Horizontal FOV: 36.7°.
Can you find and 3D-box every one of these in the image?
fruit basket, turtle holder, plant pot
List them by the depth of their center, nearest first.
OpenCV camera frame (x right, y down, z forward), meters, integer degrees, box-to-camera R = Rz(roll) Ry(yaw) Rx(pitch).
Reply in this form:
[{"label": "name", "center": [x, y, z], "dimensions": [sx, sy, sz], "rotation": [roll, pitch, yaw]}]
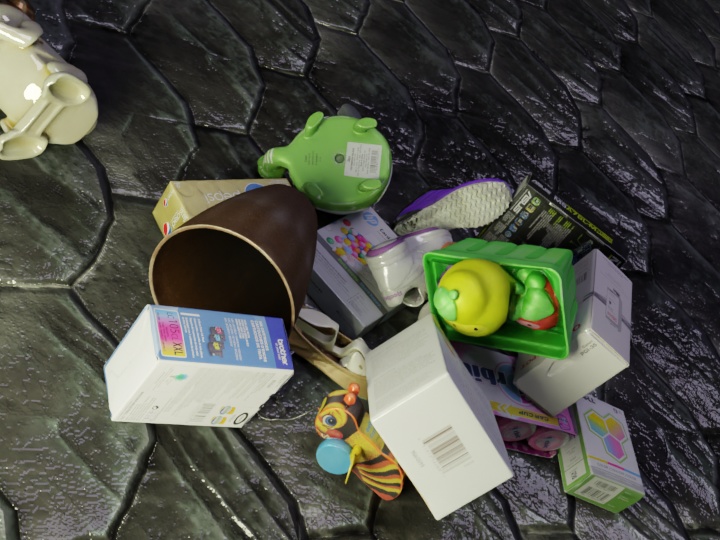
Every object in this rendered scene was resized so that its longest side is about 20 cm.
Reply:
[{"label": "plant pot", "center": [-0.130, -0.021, 1.330], "dimensions": [0.186, 0.187, 0.200], "rotation": [36, 37, -4]}, {"label": "fruit basket", "center": [0.165, 0.042, 1.386], "dimensions": [0.213, 0.157, 0.216], "rotation": [-9, 28, 5]}, {"label": "turtle holder", "center": [-0.045, -0.139, 1.564], "dimensions": [0.184, 0.132, 0.142], "rotation": [-23, 78, -5]}]

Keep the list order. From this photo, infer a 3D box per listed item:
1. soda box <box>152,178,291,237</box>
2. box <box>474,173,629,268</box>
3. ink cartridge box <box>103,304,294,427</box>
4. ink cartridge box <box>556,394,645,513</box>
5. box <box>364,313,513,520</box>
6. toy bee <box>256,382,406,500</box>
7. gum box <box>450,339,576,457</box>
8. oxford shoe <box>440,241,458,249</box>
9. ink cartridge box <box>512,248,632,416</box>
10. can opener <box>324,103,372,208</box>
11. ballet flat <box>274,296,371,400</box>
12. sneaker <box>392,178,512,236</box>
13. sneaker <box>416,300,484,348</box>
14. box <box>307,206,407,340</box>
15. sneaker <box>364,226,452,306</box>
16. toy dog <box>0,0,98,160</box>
[{"label": "soda box", "center": [-0.174, -0.077, 1.455], "dimensions": [0.199, 0.064, 0.068], "rotation": [-5, 55, -44]}, {"label": "box", "center": [0.273, -0.015, 1.657], "dimensions": [0.192, 0.200, 0.048], "rotation": [35, 33, -4]}, {"label": "ink cartridge box", "center": [-0.166, 0.111, 1.207], "dimensions": [0.198, 0.137, 0.077], "rotation": [10, 51, -33]}, {"label": "ink cartridge box", "center": [0.333, 0.237, 1.561], "dimensions": [0.103, 0.059, 0.201], "rotation": [25, 39, -26]}, {"label": "box", "center": [0.089, 0.169, 1.296], "dimensions": [0.153, 0.106, 0.200], "rotation": [56, 8, -15]}, {"label": "toy bee", "center": [-0.015, 0.190, 1.280], "dimensions": [0.198, 0.109, 0.132], "rotation": [21, 41, -24]}, {"label": "gum box", "center": [0.200, 0.181, 1.505], "dimensions": [0.198, 0.066, 0.114], "rotation": [17, 42, -27]}, {"label": "oxford shoe", "center": [0.164, -0.005, 1.557], "dimensions": [0.072, 0.072, 0.200], "rotation": [8, 14, 27]}, {"label": "ink cartridge box", "center": [0.298, 0.086, 1.510], "dimensions": [0.083, 0.146, 0.201], "rotation": [40, 34, -12]}, {"label": "can opener", "center": [-0.017, -0.178, 1.688], "dimensions": [0.053, 0.067, 0.201], "rotation": [11, 45, -31]}, {"label": "ballet flat", "center": [-0.032, 0.102, 1.393], "dimensions": [0.199, 0.063, 0.069], "rotation": [31, 38, -11]}, {"label": "sneaker", "center": [0.135, -0.103, 1.646], "dimensions": [0.070, 0.199, 0.100], "rotation": [57, 22, -26]}, {"label": "sneaker", "center": [0.169, 0.083, 1.563], "dimensions": [0.199, 0.081, 0.083], "rotation": [-11, 43, -38]}, {"label": "box", "center": [0.000, 0.000, 1.543], "dimensions": [0.156, 0.041, 0.199], "rotation": [48, 37, 10]}, {"label": "sneaker", "center": [0.074, -0.004, 1.539], "dimensions": [0.199, 0.074, 0.101], "rotation": [-23, 95, -54]}, {"label": "toy dog", "center": [-0.425, -0.262, 1.374], "dimensions": [0.200, 0.140, 0.193], "rotation": [50, 25, 14]}]
